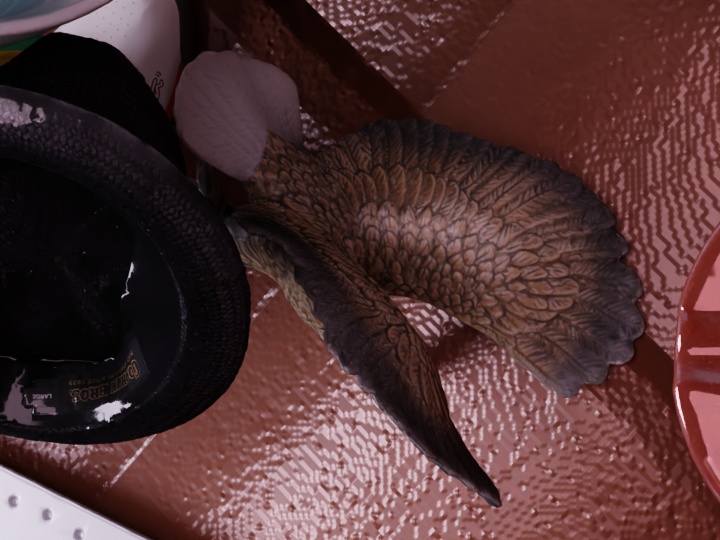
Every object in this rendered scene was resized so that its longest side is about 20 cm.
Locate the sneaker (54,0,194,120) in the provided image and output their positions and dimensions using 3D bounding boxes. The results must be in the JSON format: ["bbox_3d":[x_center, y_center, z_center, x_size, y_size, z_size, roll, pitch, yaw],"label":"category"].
[{"bbox_3d":[-0.158,-0.057,0.960,0.067,0.108,0.202,39,101,21],"label":"sneaker"}]

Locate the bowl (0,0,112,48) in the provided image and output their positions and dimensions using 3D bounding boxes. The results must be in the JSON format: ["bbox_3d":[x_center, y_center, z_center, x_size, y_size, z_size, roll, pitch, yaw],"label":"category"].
[{"bbox_3d":[-0.166,-0.150,0.731,0.105,0.200,0.202,-40,67,55],"label":"bowl"}]

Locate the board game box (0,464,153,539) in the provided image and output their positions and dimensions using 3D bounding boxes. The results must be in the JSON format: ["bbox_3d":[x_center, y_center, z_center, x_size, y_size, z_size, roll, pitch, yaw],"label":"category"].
[{"bbox_3d":[-0.173,0.198,0.991,0.199,0.026,0.201,22,95,24],"label":"board game box"}]

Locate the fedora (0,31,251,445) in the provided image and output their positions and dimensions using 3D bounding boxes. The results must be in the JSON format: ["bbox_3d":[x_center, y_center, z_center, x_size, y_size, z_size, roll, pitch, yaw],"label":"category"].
[{"bbox_3d":[-0.122,-0.022,0.806,0.200,0.201,0.092,-6,46,23],"label":"fedora"}]

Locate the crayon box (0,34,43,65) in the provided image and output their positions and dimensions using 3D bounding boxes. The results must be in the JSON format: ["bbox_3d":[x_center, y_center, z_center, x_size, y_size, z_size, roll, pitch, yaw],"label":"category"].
[{"bbox_3d":[-0.224,-0.057,0.810,0.058,0.200,0.119,47,117,18],"label":"crayon box"}]

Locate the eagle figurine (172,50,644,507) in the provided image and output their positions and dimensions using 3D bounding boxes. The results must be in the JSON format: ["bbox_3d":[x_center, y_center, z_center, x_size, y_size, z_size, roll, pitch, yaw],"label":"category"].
[{"bbox_3d":[0.003,0.004,0.881,0.199,0.151,0.153,14,81,34],"label":"eagle figurine"}]

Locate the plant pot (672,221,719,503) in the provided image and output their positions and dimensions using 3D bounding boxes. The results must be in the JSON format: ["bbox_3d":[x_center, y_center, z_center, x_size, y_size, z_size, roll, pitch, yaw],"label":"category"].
[{"bbox_3d":[0.207,0.036,0.749,0.200,0.195,0.202,-2,85,23],"label":"plant pot"}]
